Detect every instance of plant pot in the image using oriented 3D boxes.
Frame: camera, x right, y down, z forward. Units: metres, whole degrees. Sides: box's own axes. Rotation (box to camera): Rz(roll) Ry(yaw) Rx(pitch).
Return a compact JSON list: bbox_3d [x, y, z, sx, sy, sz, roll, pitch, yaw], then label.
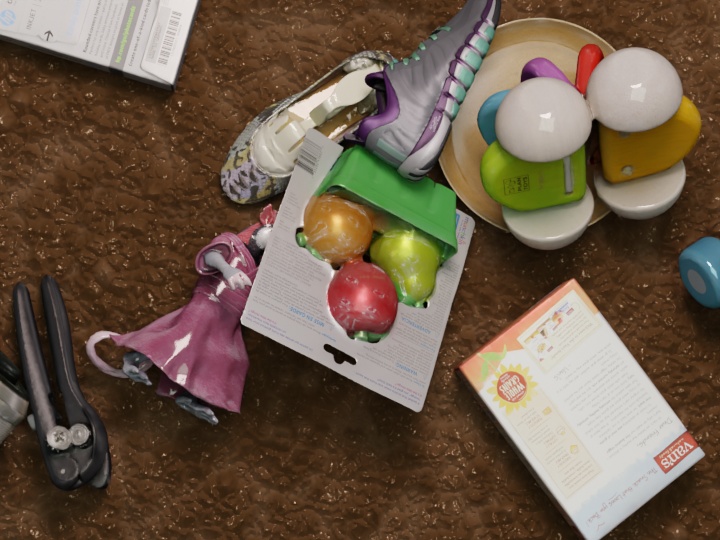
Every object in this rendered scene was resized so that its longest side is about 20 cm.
[{"bbox_3d":[0.164,-0.130,1.784,0.198,0.027,0.202,0,85,-4],"label":"plant pot"}]

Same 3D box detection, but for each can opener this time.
[{"bbox_3d":[-0.272,0.101,1.720,0.063,0.079,0.202,-18,76,-10],"label":"can opener"}]

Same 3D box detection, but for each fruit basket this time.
[{"bbox_3d":[0.000,0.000,1.703,0.184,0.094,0.202,26,68,-18],"label":"fruit basket"}]

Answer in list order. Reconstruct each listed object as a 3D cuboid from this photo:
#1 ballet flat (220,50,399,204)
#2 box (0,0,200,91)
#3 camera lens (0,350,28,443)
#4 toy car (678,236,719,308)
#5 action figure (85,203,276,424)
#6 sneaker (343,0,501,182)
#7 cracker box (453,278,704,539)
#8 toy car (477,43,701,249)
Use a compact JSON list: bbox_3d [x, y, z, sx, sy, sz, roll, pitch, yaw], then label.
[{"bbox_3d":[-0.045,-0.135,1.751,0.200,0.072,0.072,-37,88,-5],"label":"ballet flat"},{"bbox_3d":[-0.243,-0.266,1.763,0.198,0.041,0.157,16,85,-3],"label":"box"},{"bbox_3d":[-0.396,0.127,1.663,0.160,0.160,0.200,42,85,0],"label":"camera lens"},{"bbox_3d":[0.416,0.037,1.744,0.183,0.177,0.201,-30,116,-18],"label":"toy car"},{"bbox_3d":[-0.125,0.031,1.736,0.148,0.134,0.201,11,67,39],"label":"action figure"},{"bbox_3d":[0.057,-0.180,1.712,0.087,0.074,0.201,27,65,-5],"label":"sneaker"},{"bbox_3d":[0.196,0.127,1.750,0.134,0.058,0.201,-36,88,-5],"label":"cracker box"},{"bbox_3d":[0.191,-0.129,1.708,0.198,0.176,0.151,-18,52,-4],"label":"toy car"}]
